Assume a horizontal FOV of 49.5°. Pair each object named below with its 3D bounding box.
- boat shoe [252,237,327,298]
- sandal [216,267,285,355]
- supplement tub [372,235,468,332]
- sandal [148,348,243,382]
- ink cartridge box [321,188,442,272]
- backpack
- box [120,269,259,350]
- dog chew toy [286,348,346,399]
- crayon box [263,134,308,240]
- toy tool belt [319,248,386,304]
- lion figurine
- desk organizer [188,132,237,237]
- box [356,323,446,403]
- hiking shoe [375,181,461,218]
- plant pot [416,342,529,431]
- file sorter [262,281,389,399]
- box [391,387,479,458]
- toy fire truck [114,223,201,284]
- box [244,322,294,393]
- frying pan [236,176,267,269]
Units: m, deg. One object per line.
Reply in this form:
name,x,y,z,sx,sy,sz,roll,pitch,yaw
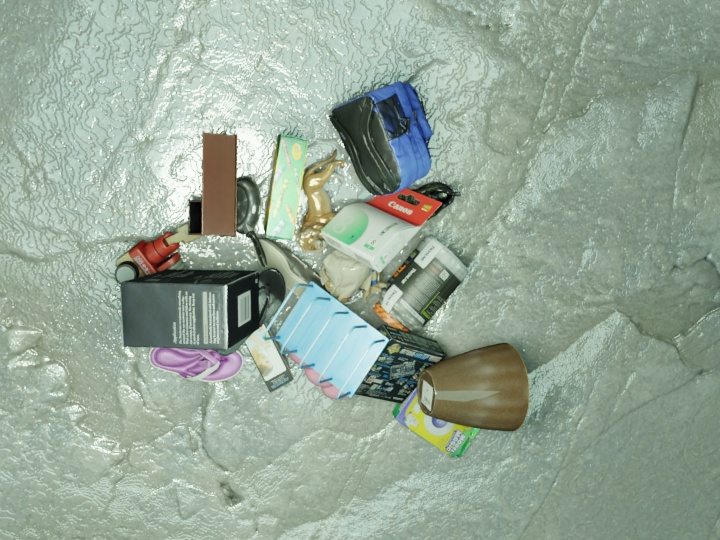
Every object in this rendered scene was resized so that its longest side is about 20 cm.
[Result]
boat shoe,-0.144,0.000,1.649,0.200,0.057,0.067,44,126,-10
sandal,-0.214,0.087,1.535,0.076,0.043,0.201,37,90,-14
supplement tub,0.124,0.038,1.659,0.122,0.123,0.201,41,91,-13
sandal,-0.346,0.197,1.644,0.198,0.050,0.084,5,99,-10
ink cartridge box,0.042,-0.105,1.560,0.200,0.160,0.050,-48,137,-17
backpack,0.063,-0.264,1.576,0.166,0.162,0.203,-26,100,-27
box,-0.303,0.067,1.424,0.196,0.197,0.120,2,97,10
dog chew toy,-0.075,0.187,1.657,0.123,0.125,0.202,-30,112,-3
crayon box,-0.152,-0.170,1.579,0.057,0.119,0.204,8,98,-10
toy tool belt,0.000,0.000,1.634,0.123,0.199,0.125,23,125,29
lion figurine,-0.084,-0.142,1.623,0.120,0.072,0.204,-11,95,-9
desk organizer,-0.294,-0.169,1.553,0.076,0.071,0.205,-1,93,-38
box,0.067,0.201,1.643,0.198,0.046,0.159,19,118,-46
hiking shoe,0.109,-0.136,1.628,0.197,0.101,0.077,-26,102,-13
plant pot,0.227,0.254,1.661,0.196,0.187,0.191,-1,100,-20
file sorter,-0.070,0.133,1.508,0.199,0.123,0.140,36,95,13
box,0.181,0.333,1.758,0.198,0.048,0.118,34,93,-15
toy fire truck,-0.365,-0.008,1.583,0.198,0.129,0.177,-35,104,8
box,-0.211,0.141,1.625,0.059,0.117,0.203,-26,101,-6
frying pan,-0.237,-0.093,1.575,0.031,0.114,0.194,2,82,-45
